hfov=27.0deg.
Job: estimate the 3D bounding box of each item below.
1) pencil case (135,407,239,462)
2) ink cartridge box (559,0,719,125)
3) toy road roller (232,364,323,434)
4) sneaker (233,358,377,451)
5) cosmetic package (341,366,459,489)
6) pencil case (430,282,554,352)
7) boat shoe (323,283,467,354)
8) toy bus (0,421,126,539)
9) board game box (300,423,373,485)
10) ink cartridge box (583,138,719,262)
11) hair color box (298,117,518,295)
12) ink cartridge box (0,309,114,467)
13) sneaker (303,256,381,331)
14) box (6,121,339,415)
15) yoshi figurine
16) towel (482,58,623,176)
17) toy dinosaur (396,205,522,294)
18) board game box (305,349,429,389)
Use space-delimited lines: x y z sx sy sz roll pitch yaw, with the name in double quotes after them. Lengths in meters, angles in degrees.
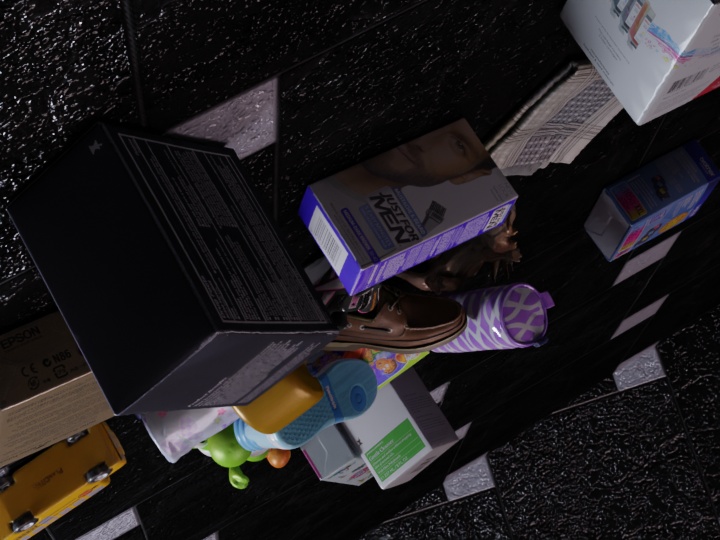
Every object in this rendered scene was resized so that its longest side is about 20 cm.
-0.169 0.148 1.799 0.199 0.083 0.091 -33 150 -2 "pencil case"
0.305 -0.265 1.390 0.144 0.145 0.200 -25 162 -22 "ink cartridge box"
-0.124 0.099 1.633 0.123 0.147 0.200 -38 163 19 "toy road roller"
-0.079 0.167 1.888 0.130 0.080 0.199 -12 -174 44 "sneaker"
0.031 0.184 2.062 0.108 0.201 0.085 -43 162 26 "cosmetic package"
0.153 0.058 1.889 0.085 0.084 0.199 -38 -163 -31 "pencil case"
0.031 0.055 1.819 0.198 0.072 0.068 -6 133 -1 "boat shoe"
-0.368 0.256 1.775 0.199 0.065 0.078 -34 164 4 "toy bus"
-0.042 0.229 2.150 0.064 0.148 0.200 -35 163 8 "board game box"
0.441 -0.109 2.207 0.199 0.077 0.137 -29 163 -16 "ink cartridge box"
0.049 -0.068 1.545 0.199 0.110 0.065 -25 161 -26 "hair color box"
-0.285 0.100 1.470 0.199 0.075 0.165 -24 163 -28 "ink cartridge box"
0.000 0.000 1.686 0.080 0.087 0.200 -19 158 -42 "sneaker"
-0.150 0.001 1.220 0.123 0.201 0.198 -38 162 20 "box"
-0.148 0.224 1.971 0.111 0.114 0.199 -21 163 33 "yoshi figurine"
0.230 -0.170 1.717 0.200 0.035 0.192 -43 161 33 "towel"
0.128 -0.013 1.903 0.199 0.086 0.136 -26 170 -2 "toy dinosaur"
-0.028 0.117 1.941 0.199 0.045 0.134 -36 135 11 "board game box"
